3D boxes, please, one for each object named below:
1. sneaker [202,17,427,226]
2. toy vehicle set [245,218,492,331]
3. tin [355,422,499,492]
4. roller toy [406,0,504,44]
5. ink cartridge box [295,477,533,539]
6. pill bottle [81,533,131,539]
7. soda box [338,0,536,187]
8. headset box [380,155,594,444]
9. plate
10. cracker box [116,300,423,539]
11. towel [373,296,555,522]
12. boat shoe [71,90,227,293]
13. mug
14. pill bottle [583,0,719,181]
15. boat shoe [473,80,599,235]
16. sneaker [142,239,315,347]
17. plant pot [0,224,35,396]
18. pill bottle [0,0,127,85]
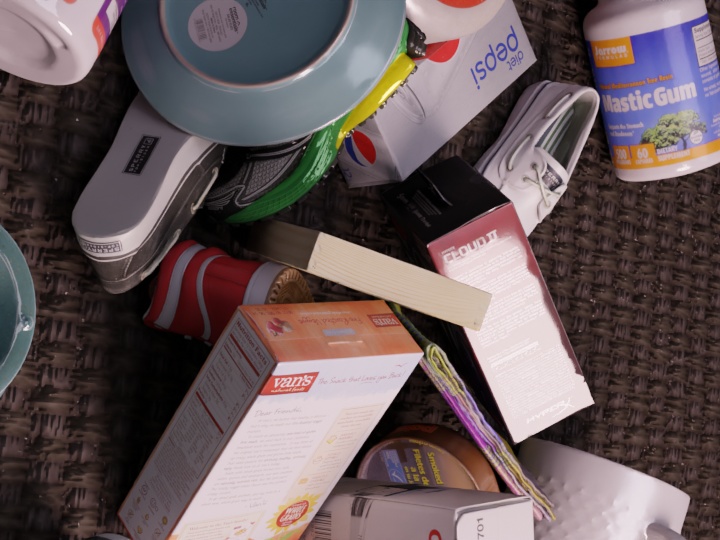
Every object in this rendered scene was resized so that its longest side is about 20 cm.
[{"bbox_3d":[-0.048,-0.117,1.183,0.085,0.078,0.200,37,96,-26],"label":"sneaker"},{"bbox_3d":[0.000,0.000,1.152,0.124,0.200,0.027,20,89,-16],"label":"toy vehicle set"},{"bbox_3d":[0.066,0.211,1.293,0.042,0.112,0.201,-37,114,-50],"label":"tin"},{"bbox_3d":[0.028,-0.261,1.252,0.182,0.139,0.201,12,79,-44],"label":"roller toy"},{"bbox_3d":[0.027,0.229,1.192,0.086,0.199,0.147,-2,90,-44],"label":"ink cartridge box"},{"bbox_3d":[-0.216,0.241,1.015,0.199,0.111,0.112,-16,100,-43],"label":"pill bottle"},{"bbox_3d":[0.055,-0.147,1.329,0.200,0.063,0.069,-42,117,-37],"label":"soda box"},{"bbox_3d":[0.093,0.011,1.293,0.077,0.149,0.201,-27,112,-4],"label":"headset box"},{"bbox_3d":[-0.069,-0.180,1.129,0.026,0.199,0.201,69,36,-69],"label":"plate"},{"bbox_3d":[-0.062,0.110,1.127,0.134,0.058,0.200,0,133,-45],"label":"cracker box"},{"bbox_3d":[0.078,0.100,1.301,0.023,0.144,0.200,-36,115,0],"label":"towel"},{"bbox_3d":[-0.134,-0.071,1.145,0.064,0.070,0.200,79,33,-47],"label":"boat shoe"},{"bbox_3d":[0.191,0.249,1.357,0.147,0.199,0.176,27,79,-39],"label":"mug"},{"bbox_3d":[0.263,-0.190,1.502,0.112,0.112,0.201,-26,106,-42],"label":"pill bottle"},{"bbox_3d":[0.142,-0.083,1.410,0.074,0.067,0.201,41,62,-36],"label":"boat shoe"},{"bbox_3d":[-0.086,0.046,1.192,0.200,0.112,0.071,76,36,-55],"label":"sneaker"},{"bbox_3d":[-0.270,0.023,0.953,0.200,0.134,0.202,1,88,-44],"label":"plant pot"},{"bbox_3d":[-0.182,-0.229,1.064,0.111,0.111,0.201,41,61,-36],"label":"pill bottle"}]
